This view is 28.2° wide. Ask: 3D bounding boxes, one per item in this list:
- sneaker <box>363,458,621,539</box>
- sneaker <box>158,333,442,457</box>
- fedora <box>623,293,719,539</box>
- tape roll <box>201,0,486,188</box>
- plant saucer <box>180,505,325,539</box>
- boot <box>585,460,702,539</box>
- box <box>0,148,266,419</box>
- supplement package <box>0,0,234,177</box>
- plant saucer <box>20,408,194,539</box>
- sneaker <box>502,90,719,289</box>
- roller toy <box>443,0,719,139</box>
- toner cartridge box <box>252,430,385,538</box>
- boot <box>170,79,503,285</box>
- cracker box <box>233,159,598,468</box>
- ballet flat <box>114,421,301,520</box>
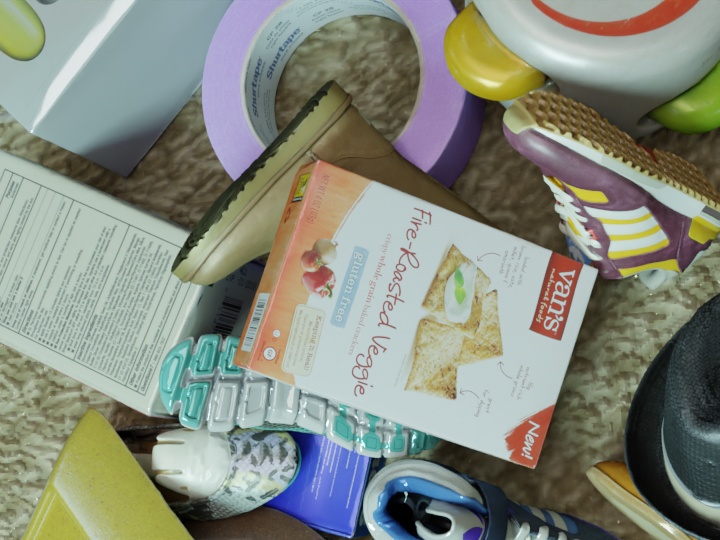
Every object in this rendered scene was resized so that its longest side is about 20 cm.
[{"bbox_3d":[0.092,0.184,0.914,0.199,0.146,0.081,26,90,19],"label":"sneaker"},{"bbox_3d":[-0.036,0.077,0.962,0.198,0.091,0.078,12,88,-9],"label":"sneaker"},{"bbox_3d":[0.247,0.067,0.869,0.199,0.092,0.202,-13,48,14],"label":"fedora"},{"bbox_3d":[-0.012,-0.130,1.036,0.198,0.066,0.202,-2,82,17],"label":"tape roll"},{"bbox_3d":[-0.083,0.265,0.997,0.198,0.034,0.203,2,96,23],"label":"plant saucer"},{"bbox_3d":[0.261,0.128,0.920,0.200,0.071,0.145,28,79,26],"label":"boot"},{"bbox_3d":[-0.188,0.012,1.048,0.199,0.109,0.129,23,90,19],"label":"box"},{"bbox_3d":[-0.214,-0.216,1.068,0.200,0.147,0.192,41,95,19],"label":"supplement package"},{"bbox_3d":[-0.179,0.233,0.986,0.200,0.048,0.201,48,129,23],"label":"plant saucer"},{"bbox_3d":[0.152,-0.041,0.907,0.090,0.199,0.075,-53,38,21],"label":"sneaker"},{"bbox_3d":[0.156,-0.188,0.932,0.198,0.140,0.184,2,73,6],"label":"roller toy"},{"bbox_3d":[-0.020,0.079,1.020,0.094,0.043,0.202,12,86,18],"label":"toner cartridge box"},{"bbox_3d":[0.000,0.000,0.952,0.200,0.066,0.175,44,93,-12],"label":"boot"},{"bbox_3d":[0.036,0.029,0.902,0.198,0.058,0.135,20,84,-15],"label":"cracker box"},{"bbox_3d":[-0.136,0.139,1.005,0.199,0.072,0.073,-9,79,35],"label":"ballet flat"}]
